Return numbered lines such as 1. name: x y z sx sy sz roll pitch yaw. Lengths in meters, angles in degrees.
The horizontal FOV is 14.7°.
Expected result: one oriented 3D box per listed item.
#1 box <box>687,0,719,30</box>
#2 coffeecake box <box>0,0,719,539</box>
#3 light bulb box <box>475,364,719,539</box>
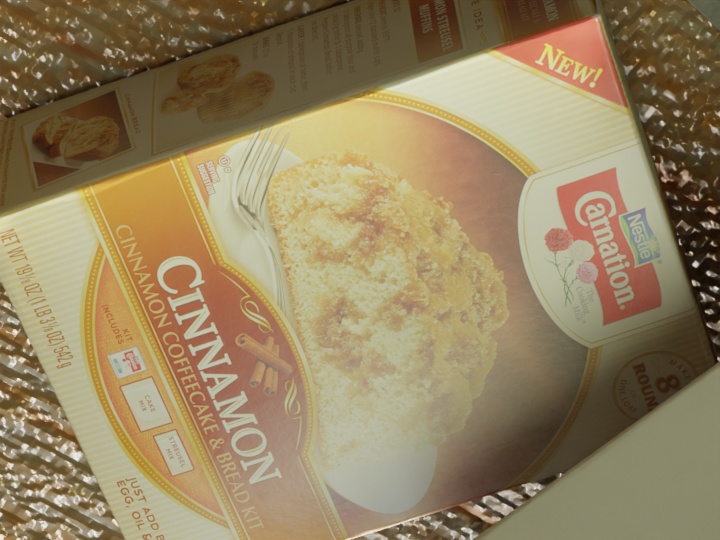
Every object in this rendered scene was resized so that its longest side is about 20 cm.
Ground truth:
1. box: 0.132 -0.157 0.819 0.200 0.048 0.158 38 113 -22
2. coffeecake box: 0.000 0.000 0.890 0.200 0.073 0.154 -18 119 7
3. light bulb box: 0.132 0.124 0.878 0.198 0.125 0.200 -37 155 17
